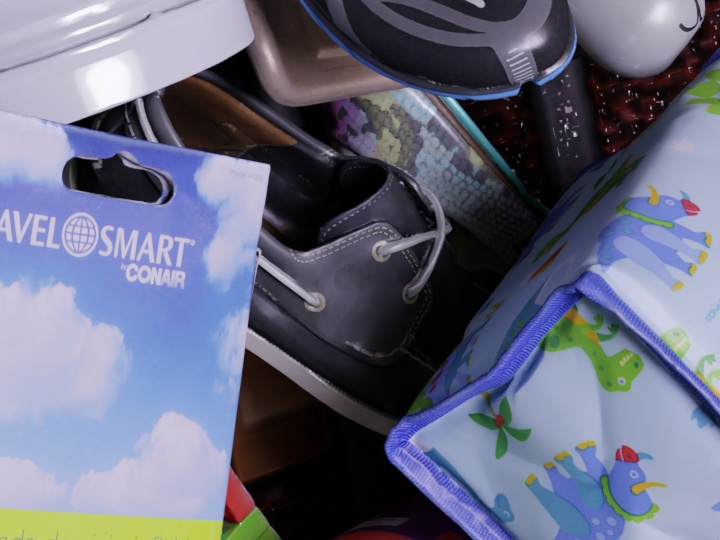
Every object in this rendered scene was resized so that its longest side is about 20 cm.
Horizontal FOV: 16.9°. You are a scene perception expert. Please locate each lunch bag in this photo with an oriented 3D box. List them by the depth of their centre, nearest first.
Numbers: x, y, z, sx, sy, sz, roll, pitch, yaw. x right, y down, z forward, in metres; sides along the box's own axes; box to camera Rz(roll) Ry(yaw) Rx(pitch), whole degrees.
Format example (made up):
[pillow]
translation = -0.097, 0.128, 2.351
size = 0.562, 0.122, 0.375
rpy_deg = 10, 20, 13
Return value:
[lunch bag]
translation = 0.132, 0.056, 0.762
size = 0.200, 0.127, 0.170
rpy_deg = 42, 42, -4

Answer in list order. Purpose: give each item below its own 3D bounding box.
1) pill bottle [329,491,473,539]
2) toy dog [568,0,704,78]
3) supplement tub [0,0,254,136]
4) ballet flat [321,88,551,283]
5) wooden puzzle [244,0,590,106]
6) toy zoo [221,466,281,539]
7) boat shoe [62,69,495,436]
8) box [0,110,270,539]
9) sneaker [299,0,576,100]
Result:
[pill bottle]
translation = 0.059, 0.118, 0.834
size = 0.200, 0.112, 0.113
rpy_deg = -24, 103, -47
[toy dog]
translation = 0.046, -0.160, 0.781
size = 0.200, 0.096, 0.132
rpy_deg = 28, 51, -19
[supplement tub]
translation = -0.120, -0.142, 0.698
size = 0.145, 0.145, 0.200
rpy_deg = -27, 104, -35
[ballet flat]
translation = 0.039, -0.012, 0.872
size = 0.200, 0.069, 0.071
rpy_deg = 40, 91, -29
[wooden puzzle]
translation = 0.007, -0.145, 0.835
size = 0.200, 0.037, 0.185
rpy_deg = -10, 70, -39
[toy zoo]
translation = -0.106, 0.079, 0.778
size = 0.131, 0.020, 0.200
rpy_deg = -45, 115, -29
[boat shoe]
translation = 0.000, 0.000, 0.796
size = 0.200, 0.068, 0.072
rpy_deg = 30, 37, -16
[box]
translation = -0.092, 0.060, 0.680
size = 0.122, 0.048, 0.200
rpy_deg = 9, 87, -46
[sneaker]
translation = -0.004, -0.137, 0.693
size = 0.071, 0.083, 0.200
rpy_deg = -27, 87, -8
